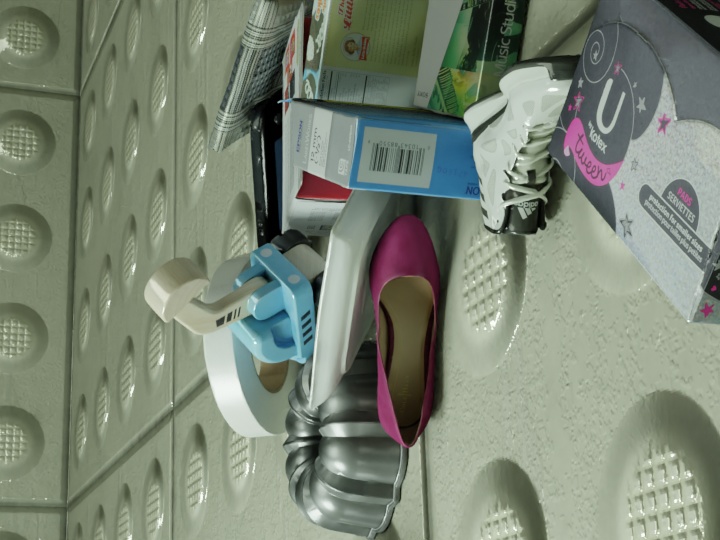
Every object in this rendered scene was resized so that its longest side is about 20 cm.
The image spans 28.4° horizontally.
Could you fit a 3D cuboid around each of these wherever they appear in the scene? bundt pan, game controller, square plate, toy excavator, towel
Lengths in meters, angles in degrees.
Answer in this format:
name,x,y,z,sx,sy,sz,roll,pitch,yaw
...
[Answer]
name,x,y,z,sx,sy,sz,roll,pitch,yaw
bundt pan,-0.024,0.167,1.418,0.202,0.076,0.202,-176,90,-71
game controller,-0.089,-0.107,1.608,0.042,0.104,0.200,14,122,27
square plate,0.000,0.000,1.328,0.198,0.028,0.200,-61,-17,-55
toy excavator,-0.109,0.037,1.418,0.100,0.200,0.195,42,152,34
towel,-0.089,-0.233,1.586,0.200,0.035,0.193,-40,-24,-59

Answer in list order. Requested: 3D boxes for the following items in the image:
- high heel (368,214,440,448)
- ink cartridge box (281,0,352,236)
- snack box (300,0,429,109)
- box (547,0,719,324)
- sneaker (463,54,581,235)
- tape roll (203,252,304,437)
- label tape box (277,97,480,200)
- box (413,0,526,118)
name,x,y,z,sx,sy,sz,roll,pitch,yaw
high heel,0.046,0.055,1.265,0.096,0.067,0.200,-110,16,-65
ink cartridge box,-0.032,-0.153,1.458,0.176,0.084,0.200,124,147,-74
snack box,0.010,-0.222,1.350,0.037,0.116,0.200,26,110,60
box,0.204,-0.071,0.792,0.200,0.115,0.132,-115,36,-55
sneaker,0.137,-0.089,1.067,0.200,0.076,0.115,145,119,-74
tape roll,-0.115,0.082,1.567,0.203,0.037,0.203,-8,-90,-71
label tape box,0.022,-0.110,1.245,0.200,0.143,0.066,-155,70,-66
box,0.099,-0.232,1.231,0.144,0.036,0.200,-150,65,-68
